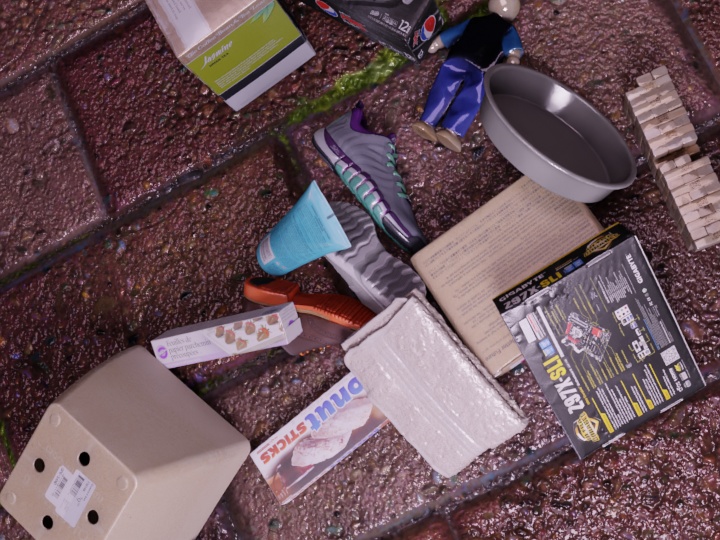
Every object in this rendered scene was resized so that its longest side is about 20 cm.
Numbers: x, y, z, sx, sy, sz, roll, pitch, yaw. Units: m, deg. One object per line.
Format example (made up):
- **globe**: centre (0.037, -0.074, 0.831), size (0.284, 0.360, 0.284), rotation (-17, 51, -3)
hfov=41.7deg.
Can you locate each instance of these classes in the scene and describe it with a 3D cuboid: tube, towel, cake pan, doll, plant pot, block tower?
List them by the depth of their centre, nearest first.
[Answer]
- **towel**: centre (0.076, 0.126, 1.033), size (0.200, 0.035, 0.132), rotation (47, 125, -3)
- **cake pan**: centre (0.211, -0.149, 1.034), size (0.200, 0.199, 0.037), rotation (46, 128, 15)
- **block tower**: centre (0.354, -0.120, 1.052), size (0.053, 0.058, 0.204), rotation (-22, 75, 9)
- **plant pot**: centre (-0.280, 0.228, 1.065), size (0.199, 0.177, 0.202), rotation (37, 102, 17)
- **tube**: centre (-0.068, -0.039, 1.069), size (0.050, 0.199, 0.078), rotation (-36, 94, -25)
- **doll**: centre (0.130, -0.249, 1.127), size (0.135, 0.048, 0.203), rotation (27, 87, 37)

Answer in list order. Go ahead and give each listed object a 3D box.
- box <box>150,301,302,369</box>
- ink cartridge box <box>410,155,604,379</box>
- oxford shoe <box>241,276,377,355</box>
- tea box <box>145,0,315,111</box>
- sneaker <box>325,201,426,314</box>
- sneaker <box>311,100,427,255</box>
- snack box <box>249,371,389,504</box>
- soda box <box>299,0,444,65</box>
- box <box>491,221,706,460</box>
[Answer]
- **box**: centre (-0.160, 0.078, 1.115), size (0.196, 0.041, 0.040), rotation (-14, 100, 29)
- **ink cartridge box**: centre (0.181, 0.000, 1.063), size (0.198, 0.075, 0.166), rotation (-34, 77, 5)
- **oxford shoe**: centre (-0.049, 0.067, 1.121), size (0.196, 0.071, 0.074), rotation (17, 107, 18)
- **tea box**: centre (-0.176, -0.335, 1.139), size (0.132, 0.197, 0.202), rotation (-33, 75, 6)
- **sneaker**: centre (0.000, 0.000, 1.108), size (0.074, 0.083, 0.201), rotation (-25, 54, -20)
- **sneaker**: centre (0.028, -0.114, 1.121), size (0.087, 0.074, 0.201), rotation (-40, 74, -1)
- **snack box**: centre (-0.034, 0.185, 1.110), size (0.199, 0.024, 0.072), rotation (-39, 73, 5)
- **soda box**: centre (0.002, -0.332, 1.153), size (0.198, 0.071, 0.064), rotation (32, 88, 22)
- **box**: centre (0.252, 0.076, 0.993), size (0.158, 0.049, 0.202), rotation (-30, 110, 6)
